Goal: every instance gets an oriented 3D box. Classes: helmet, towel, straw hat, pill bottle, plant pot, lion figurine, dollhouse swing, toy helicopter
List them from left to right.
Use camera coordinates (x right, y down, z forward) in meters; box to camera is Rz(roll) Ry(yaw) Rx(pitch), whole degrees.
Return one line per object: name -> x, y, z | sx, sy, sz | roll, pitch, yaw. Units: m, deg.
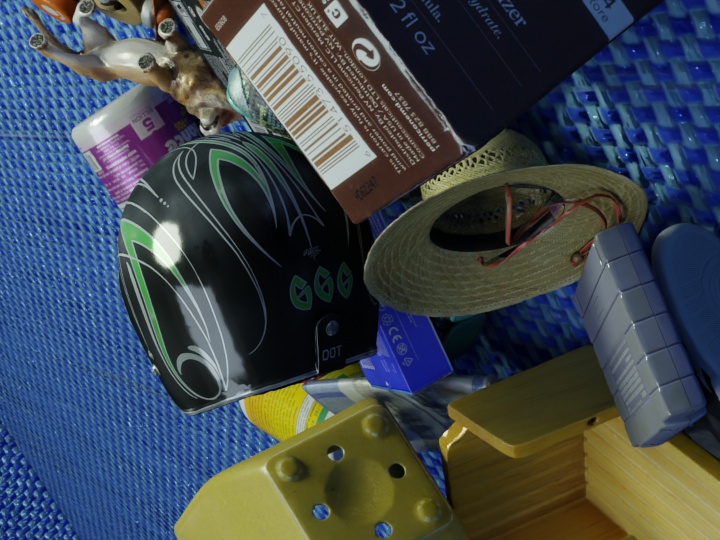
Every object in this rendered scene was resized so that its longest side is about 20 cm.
toy helicopter -> -0.217, -0.257, 1.320 | 0.132, 0.079, 0.200 | 32, 170, -11
lion figurine -> -0.202, -0.189, 1.339 | 0.200, 0.073, 0.122 | 22, 172, 18
pill bottle -> -0.189, -0.086, 1.470 | 0.200, 0.112, 0.112 | 56, 155, -12
helmet -> -0.083, -0.007, 1.069 | 0.200, 0.200, 0.191 | -22, 85, 64
pill bottle -> -0.056, 0.130, 1.538 | 0.200, 0.113, 0.113 | 27, 146, 42
plant pot -> -0.019, 0.215, 1.220 | 0.196, 0.194, 0.200 | 56, 154, 20
towel -> 0.066, 0.128, 1.295 | 0.200, 0.024, 0.147 | -4, 151, 36
straw hat -> 0.091, -0.051, 1.026 | 0.201, 0.201, 0.085 | 102, 158, -59
dollhouse swing -> 0.185, 0.197, 1.172 | 0.200, 0.181, 0.176 | 81, 163, -46

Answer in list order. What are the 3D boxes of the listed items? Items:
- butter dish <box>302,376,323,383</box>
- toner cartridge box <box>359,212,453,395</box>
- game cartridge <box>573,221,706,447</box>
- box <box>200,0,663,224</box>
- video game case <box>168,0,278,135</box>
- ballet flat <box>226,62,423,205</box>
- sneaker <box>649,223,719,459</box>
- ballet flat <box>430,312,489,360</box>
butter dish -> -0.045, 0.031, 1.348 | 0.148, 0.200, 0.200 | 33, 160, -19
toner cartridge box -> 0.000, 0.000, 1.188 | 0.200, 0.043, 0.095 | 65, 163, -9
game cartridge -> 0.187, 0.051, 0.998 | 0.200, 0.038, 0.130 | 72, 174, -78
box -> 0.047, -0.161, 0.865 | 0.166, 0.200, 0.164 | 52, 155, -3
video game case -> -0.073, -0.154, 1.232 | 0.181, 0.025, 0.200 | 25, 152, 58
ballet flat -> 0.003, -0.103, 1.036 | 0.200, 0.074, 0.074 | 21, 169, -29
sneaker -> 0.236, 0.064, 1.000 | 0.200, 0.073, 0.112 | 53, 154, -7
ballet flat -> 0.081, 0.013, 1.190 | 0.074, 0.074, 0.200 | 47, 152, 8
